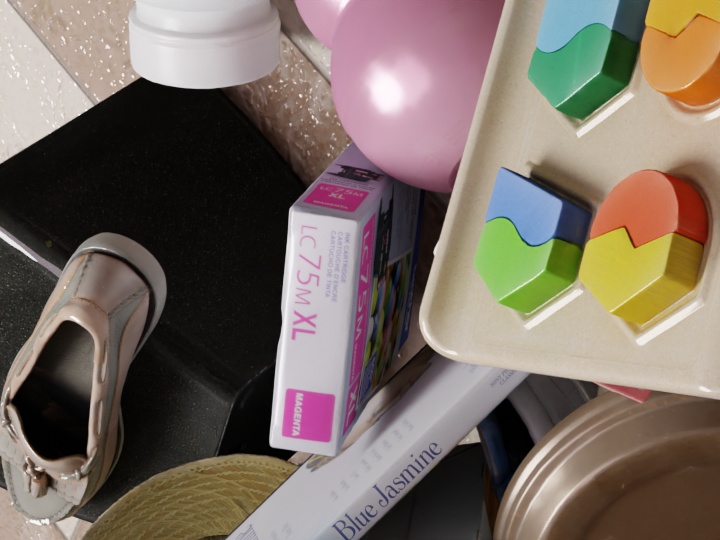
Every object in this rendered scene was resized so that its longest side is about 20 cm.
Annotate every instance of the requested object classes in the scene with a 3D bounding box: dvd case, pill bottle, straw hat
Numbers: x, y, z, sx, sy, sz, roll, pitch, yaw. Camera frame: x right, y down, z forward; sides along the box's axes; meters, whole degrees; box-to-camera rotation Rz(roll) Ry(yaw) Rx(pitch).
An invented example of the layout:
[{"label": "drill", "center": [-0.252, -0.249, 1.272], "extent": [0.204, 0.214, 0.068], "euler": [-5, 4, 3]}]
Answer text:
[{"label": "dvd case", "center": [0.000, 0.094, 1.027], "extent": [0.018, 0.200, 0.143], "euler": [46, 176, -9]}, {"label": "pill bottle", "center": [-0.084, -0.203, 1.124], "extent": [0.111, 0.111, 0.202], "euler": [23, 124, 39]}, {"label": "straw hat", "center": [-0.089, 0.178, 1.144], "extent": [0.085, 0.199, 0.203], "euler": [-142, 42, -65]}]

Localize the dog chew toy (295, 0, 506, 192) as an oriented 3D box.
[{"label": "dog chew toy", "center": [0.024, -0.138, 1.036], "extent": [0.201, 0.124, 0.125], "euler": [61, 141, 19]}]

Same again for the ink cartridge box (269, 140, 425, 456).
[{"label": "ink cartridge box", "center": [0.000, 0.000, 1.081], "extent": [0.042, 0.200, 0.120], "euler": [9, 109, 8]}]

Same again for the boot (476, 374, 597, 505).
[{"label": "boot", "center": [0.117, 0.127, 1.069], "extent": [0.073, 0.095, 0.201], "euler": [-27, 87, 50]}]

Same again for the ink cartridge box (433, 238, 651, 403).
[{"label": "ink cartridge box", "center": [0.124, -0.061, 0.930], "extent": [0.201, 0.067, 0.117], "euler": [-61, 30, 12]}]

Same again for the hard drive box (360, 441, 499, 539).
[{"label": "hard drive box", "center": [0.040, 0.209, 1.058], "extent": [0.076, 0.156, 0.202], "euler": [-8, 108, 8]}]

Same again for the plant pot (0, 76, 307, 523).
[{"label": "plant pot", "center": [-0.112, 0.032, 1.219], "extent": [0.177, 0.199, 0.201], "euler": [33, 131, 16]}]

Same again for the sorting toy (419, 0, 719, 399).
[{"label": "sorting toy", "center": [0.104, -0.049, 0.851], "extent": [0.199, 0.036, 0.187], "euler": [6, 78, 55]}]

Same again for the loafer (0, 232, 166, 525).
[{"label": "loafer", "center": [-0.156, 0.067, 1.108], "extent": [0.071, 0.063, 0.201], "euler": [28, 130, 4]}]

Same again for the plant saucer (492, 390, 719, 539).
[{"label": "plant saucer", "center": [0.159, 0.131, 0.975], "extent": [0.030, 0.198, 0.202], "euler": [-91, 8, -58]}]

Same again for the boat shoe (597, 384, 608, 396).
[{"label": "boat shoe", "center": [0.148, 0.047, 0.999], "extent": [0.201, 0.074, 0.068], "euler": [-61, 38, 16]}]
